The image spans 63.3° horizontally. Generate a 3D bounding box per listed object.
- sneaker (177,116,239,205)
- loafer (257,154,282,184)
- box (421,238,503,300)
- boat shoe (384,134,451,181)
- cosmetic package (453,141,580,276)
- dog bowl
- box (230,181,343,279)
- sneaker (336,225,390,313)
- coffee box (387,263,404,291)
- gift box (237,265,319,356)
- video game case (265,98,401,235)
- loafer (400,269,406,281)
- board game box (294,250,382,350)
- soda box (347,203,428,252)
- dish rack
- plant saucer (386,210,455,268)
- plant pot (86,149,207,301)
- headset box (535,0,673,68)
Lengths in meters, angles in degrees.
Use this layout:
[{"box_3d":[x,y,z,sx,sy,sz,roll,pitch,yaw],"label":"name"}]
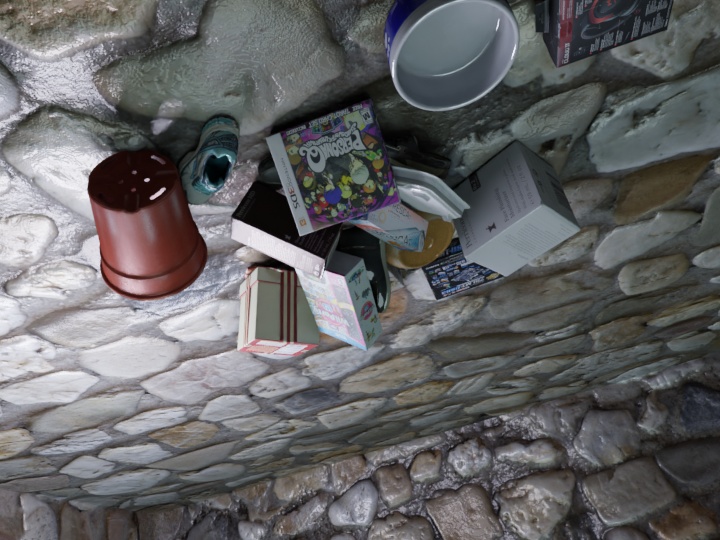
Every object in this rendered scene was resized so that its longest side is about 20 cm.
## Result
[{"box_3d":[-0.269,-0.170,1.018,0.076,0.088,0.200,8,143,-29],"label":"sneaker"},{"box_3d":[-0.091,-0.182,1.077,0.194,0.074,0.073,-9,151,-4],"label":"loafer"},{"box_3d":[0.261,-0.013,1.500,0.195,0.051,0.199,-19,149,11],"label":"box"},{"box_3d":[0.084,-0.221,1.091,0.197,0.072,0.067,22,106,-25],"label":"boat shoe"},{"box_3d":[0.316,-0.122,1.228,0.163,0.168,0.199,19,136,-41],"label":"cosmetic package"},{"box_3d":[0.135,-0.346,0.887,0.194,0.081,0.202,-9,149,-5],"label":"dog bowl"},{"box_3d":[-0.140,-0.078,1.119,0.196,0.102,0.076,23,145,3],"label":"box"},{"box_3d":[0.000,0.000,1.233,0.104,0.206,0.075,-13,-164,-21],"label":"sneaker"},{"box_3d":[0.011,-0.011,1.381,0.111,0.082,0.200,-23,147,18],"label":"coffee box"},{"box_3d":[-0.179,0.086,1.362,0.180,0.192,0.199,10,158,-29],"label":"gift box"},{"box_3d":[-0.046,-0.179,1.028,0.195,0.036,0.186,-16,105,9],"label":"video game case"},{"box_3d":[0.039,0.056,1.512,0.197,0.069,0.075,-30,145,27],"label":"loafer"},{"box_3d":[-0.045,0.055,1.217,0.145,0.064,0.203,17,139,37],"label":"board game box"},{"box_3d":[0.055,-0.099,1.155,0.062,0.070,0.198,8,170,40],"label":"soda box"},{"box_3d":[0.105,-0.146,1.122,0.169,0.045,0.199,19,176,33],"label":"dish rack"},{"box_3d":[0.141,-0.070,1.322,0.196,0.036,0.203,-19,141,-16],"label":"plant saucer"},{"box_3d":[-0.379,-0.088,1.028,0.195,0.204,0.198,-5,141,-11],"label":"plant pot"},{"box_3d":[0.358,-0.407,0.872,0.195,0.077,0.149,-18,148,8],"label":"headset box"}]
